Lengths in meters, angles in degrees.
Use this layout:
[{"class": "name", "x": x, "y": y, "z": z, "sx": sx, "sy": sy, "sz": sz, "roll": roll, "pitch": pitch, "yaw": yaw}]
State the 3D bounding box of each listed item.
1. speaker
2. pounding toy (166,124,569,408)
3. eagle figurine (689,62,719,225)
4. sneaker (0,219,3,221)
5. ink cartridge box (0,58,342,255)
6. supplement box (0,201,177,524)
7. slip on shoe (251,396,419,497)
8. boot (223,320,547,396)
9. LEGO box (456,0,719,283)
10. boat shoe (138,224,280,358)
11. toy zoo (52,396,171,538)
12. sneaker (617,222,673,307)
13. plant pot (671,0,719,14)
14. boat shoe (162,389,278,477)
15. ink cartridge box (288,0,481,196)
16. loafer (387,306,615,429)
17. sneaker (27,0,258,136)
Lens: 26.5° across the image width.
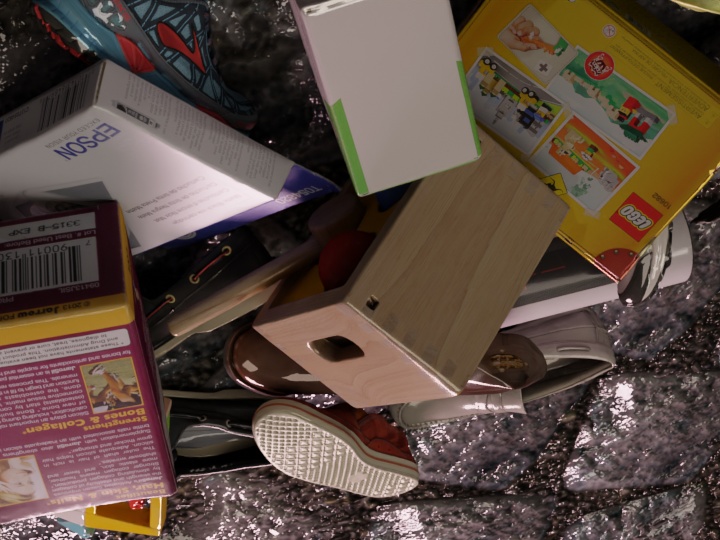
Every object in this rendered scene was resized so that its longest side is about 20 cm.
[{"class": "speaker", "x": 0.159, "y": -0.006, "z": 1.228, "sx": 0.200, "sy": 0.081, "sz": 0.081, "roll": -13, "pitch": 134, "yaw": -8}, {"class": "pounding toy", "x": 0.000, "y": 0.000, "z": 1.051, "sx": 0.142, "sy": 0.200, "sz": 0.184, "roll": 40, "pitch": 68, "yaw": -16}, {"class": "eagle figurine", "x": 0.342, "y": -0.096, "z": 1.134, "sx": 0.200, "sy": 0.151, "sz": 0.152, "roll": 6, "pitch": 110, "yaw": 25}, {"class": "sneaker", "x": -0.264, "y": 0.011, "z": 1.090, "sx": 0.082, "sy": 0.074, "sz": 0.200, "roll": -40, "pitch": 133, "yaw": 15}, {"class": "ink cartridge box", "x": -0.150, "y": -0.055, "z": 1.028, "sx": 0.200, "sy": 0.041, "sz": 0.200, "roll": 25, "pitch": 151, "yaw": -36}, {"class": "supplement box", "x": -0.205, "y": 0.065, "z": 1.031, "sx": 0.131, "sy": 0.103, "sz": 0.200, "roll": -9, "pitch": 135, "yaw": -5}, {"class": "slip on shoe", "x": -0.022, "y": 0.138, "z": 1.266, "sx": 0.074, "sy": 0.061, "sz": 0.200, "roll": -27, "pitch": 148, "yaw": 27}, {"class": "boot", "x": 0.020, "y": 0.069, "z": 1.176, "sx": 0.186, "sy": 0.064, "sz": 0.200, "roll": 7, "pitch": 174, "yaw": -38}, {"class": "LEGO box", "x": 0.151, "y": -0.115, "z": 1.059, "sx": 0.200, "sy": 0.077, "sz": 0.149, "roll": 38, "pitch": 116, "yaw": -3}, {"class": "boat shoe", "x": -0.150, "y": 0.032, "z": 1.163, "sx": 0.201, "sy": 0.074, "sz": 0.063, "roll": -30, "pitch": 98, "yaw": 21}, {"class": "toy zoo", "x": -0.218, "y": 0.153, "z": 1.217, "sx": 0.131, "sy": 0.020, "sz": 0.200, "roll": 13, "pitch": 139, "yaw": 3}, {"class": "sneaker", "x": 0.193, "y": -0.071, "z": 1.154, "sx": 0.079, "sy": 0.074, "sz": 0.200, "roll": -6, "pitch": 99, "yaw": 1}, {"class": "plant pot", "x": 0.233, "y": -0.254, "z": 0.917, "sx": 0.200, "sy": 0.200, "sz": 0.184, "roll": 4, "pitch": 114, "yaw": -23}, {"class": "boat shoe", "x": -0.152, "y": 0.145, "z": 1.257, "sx": 0.199, "sy": 0.066, "sz": 0.075, "roll": 0, "pitch": 132, "yaw": -20}, {"class": "ink cartridge box", "x": -0.001, "y": -0.169, "z": 0.936, "sx": 0.084, "sy": 0.200, "sz": 0.146, "roll": -18, "pitch": 134, "yaw": 0}, {"class": "loafer", "x": 0.120, "y": 0.092, "z": 1.307, "sx": 0.200, "sy": 0.070, "sz": 0.070, "roll": -24, "pitch": 135, "yaw": 2}, {"class": "sneaker", "x": -0.117, "y": -0.149, "z": 0.992, "sx": 0.096, "sy": 0.079, "sz": 0.200, "roll": -55, "pitch": 144, "yaw": 1}]
